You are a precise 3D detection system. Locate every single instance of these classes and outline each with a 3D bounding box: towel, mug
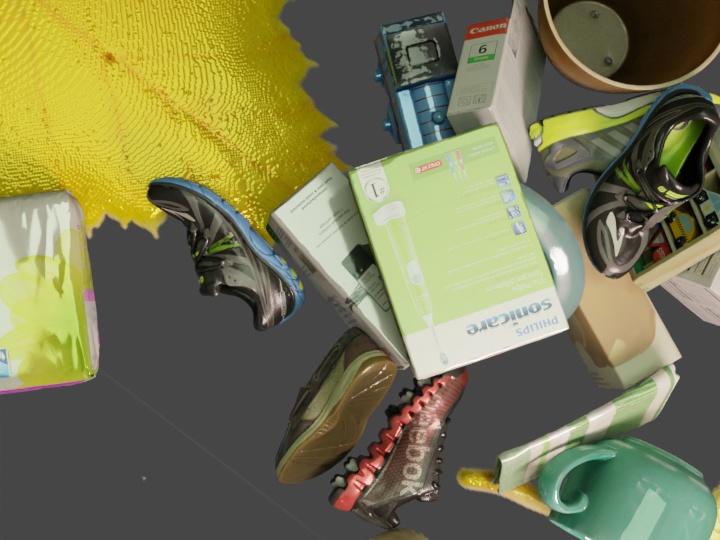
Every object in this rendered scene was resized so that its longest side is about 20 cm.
[{"bbox_3d":[0.226,0.164,1.275,0.200,0.153,0.023,-25,69,-7],"label":"towel"},{"bbox_3d":[0.277,0.233,1.256,0.152,0.185,0.114,25,81,29],"label":"mug"}]

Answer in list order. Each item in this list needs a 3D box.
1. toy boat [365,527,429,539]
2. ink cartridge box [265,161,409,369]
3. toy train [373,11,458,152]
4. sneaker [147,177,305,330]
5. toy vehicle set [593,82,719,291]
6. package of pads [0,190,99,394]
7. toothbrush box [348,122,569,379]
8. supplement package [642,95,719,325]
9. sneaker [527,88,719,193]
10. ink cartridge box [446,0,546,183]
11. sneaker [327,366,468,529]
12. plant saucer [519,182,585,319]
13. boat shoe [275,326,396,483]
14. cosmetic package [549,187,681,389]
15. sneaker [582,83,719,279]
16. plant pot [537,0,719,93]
[{"bbox_3d":[0.008,0.362,1.271,0.200,0.131,0.131,-23,118,-5],"label":"toy boat"},{"bbox_3d":[0.000,0.000,1.264,0.083,0.147,0.200,-41,92,-8],"label":"ink cartridge box"},{"bbox_3d":[0.068,-0.165,1.293,0.087,0.114,0.200,-14,88,-5],"label":"toy train"},{"bbox_3d":[-0.146,-0.018,1.282,0.200,0.071,0.083,45,78,-4],"label":"sneaker"},{"bbox_3d":[0.306,-0.087,1.264,0.124,0.200,0.027,-35,132,25],"label":"toy vehicle set"},{"bbox_3d":[-0.350,0.024,1.273,0.154,0.068,0.200,-8,88,-5],"label":"package of pads"},{"bbox_3d":[0.087,-0.016,1.152,0.146,0.086,0.200,-19,86,-1],"label":"toothbrush box"},{"bbox_3d":[0.402,-0.050,1.284,0.156,0.111,0.200,33,85,-37],"label":"supplement package"},{"bbox_3d":[0.272,-0.128,1.240,0.200,0.074,0.081,-12,88,14],"label":"sneaker"},{"bbox_3d":[0.143,-0.194,1.279,0.050,0.109,0.200,-7,48,25],"label":"ink cartridge box"},{"bbox_3d":[0.058,0.183,1.294,0.098,0.071,0.200,38,87,2],"label":"sneaker"},{"bbox_3d":[0.127,-0.008,1.261,0.200,0.200,0.027,43,45,-1],"label":"plant saucer"},{"bbox_3d":[-0.032,0.137,1.265,0.072,0.201,0.066,2,45,-37],"label":"boat shoe"},{"bbox_3d":[0.242,0.021,1.303,0.071,0.105,0.200,-29,88,-7],"label":"cosmetic package"},{"bbox_3d":[0.272,-0.080,1.177,0.071,0.083,0.200,22,111,-14],"label":"sneaker"},{"bbox_3d":[0.255,-0.257,1.270,0.186,0.200,0.186,0,87,-5],"label":"plant pot"}]
